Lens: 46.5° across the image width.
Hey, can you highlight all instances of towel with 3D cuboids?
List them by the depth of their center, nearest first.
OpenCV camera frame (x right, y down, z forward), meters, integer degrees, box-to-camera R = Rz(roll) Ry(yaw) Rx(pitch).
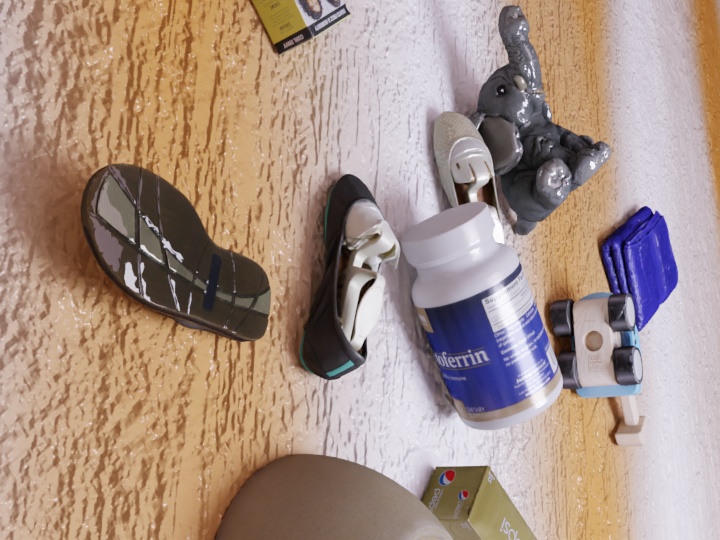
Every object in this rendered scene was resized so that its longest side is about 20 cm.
[{"bbox_3d":[0.437,-0.007,1.286,0.199,0.049,0.151,-29,102,-50],"label":"towel"}]

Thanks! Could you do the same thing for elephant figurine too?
[{"bbox_3d":[0.183,-0.168,0.973,0.201,0.155,0.141,48,5,5],"label":"elephant figurine"}]

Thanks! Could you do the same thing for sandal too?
[{"bbox_3d":[-0.132,-0.003,0.601,0.200,0.053,0.084,37,58,-56],"label":"sandal"}]

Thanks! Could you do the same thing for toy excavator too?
[{"bbox_3d":[0.334,0.132,1.100,0.198,0.098,0.200,13,71,-57],"label":"toy excavator"}]

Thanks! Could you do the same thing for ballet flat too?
[{"bbox_3d":[0.000,0.000,0.741,0.068,0.067,0.204,32,57,-40],"label":"ballet flat"},{"bbox_3d":[0.129,-0.079,0.912,0.066,0.062,0.205,-13,90,-18],"label":"ballet flat"}]

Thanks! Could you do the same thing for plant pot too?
[{"bbox_3d":[0.002,0.238,0.627,0.198,0.133,0.205,18,65,-46],"label":"plant pot"}]

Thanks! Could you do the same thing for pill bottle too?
[{"bbox_3d":[0.118,0.044,0.835,0.115,0.114,0.204,-36,107,-48],"label":"pill bottle"}]

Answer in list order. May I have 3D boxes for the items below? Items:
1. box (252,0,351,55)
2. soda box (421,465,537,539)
[{"bbox_3d":[-0.084,-0.301,0.737,0.075,0.049,0.203,-44,113,-46],"label":"box"},{"bbox_3d":[0.135,0.283,0.826,0.202,0.067,0.064,56,44,-24],"label":"soda box"}]
